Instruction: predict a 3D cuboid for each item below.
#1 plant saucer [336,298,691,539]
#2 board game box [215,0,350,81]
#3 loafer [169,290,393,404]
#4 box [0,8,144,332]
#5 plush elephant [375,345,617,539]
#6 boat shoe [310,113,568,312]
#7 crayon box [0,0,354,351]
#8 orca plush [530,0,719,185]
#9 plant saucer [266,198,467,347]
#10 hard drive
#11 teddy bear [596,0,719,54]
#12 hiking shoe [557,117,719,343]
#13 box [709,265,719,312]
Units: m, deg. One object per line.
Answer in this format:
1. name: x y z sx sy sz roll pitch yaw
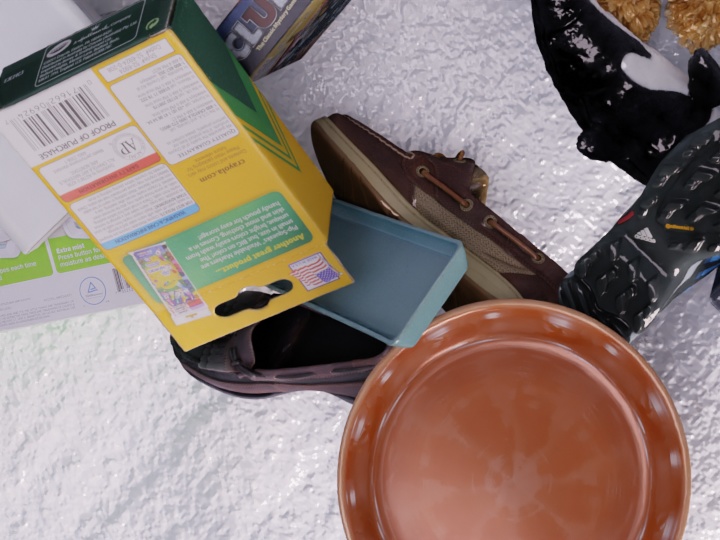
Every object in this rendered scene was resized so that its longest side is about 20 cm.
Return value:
1. plant saucer: 0.086 0.118 1.165 0.198 0.032 0.203 0 85 1
2. board game box: -0.002 -0.199 1.208 0.035 0.135 0.200 43 108 2
3. loafer: -0.041 0.042 1.281 0.198 0.063 0.072 8 67 32
4. box: -0.220 -0.057 1.316 0.198 0.097 0.178 -12 99 17
5. plush elephant: 0.103 0.117 1.256 0.199 0.164 0.156 29 70 -26
6. boat shoe: 0.050 -0.035 1.258 0.072 0.072 0.200 -36 58 -19
7. crayon box: -0.103 -0.055 1.187 0.125 0.052 0.200 -22 125 22
8. orca plush: 0.148 -0.099 1.190 0.104 0.071 0.201 -1 134 37
9. plant saucer: 0.000 0.000 1.223 0.019 0.200 0.070 38 83 -27
10. hard drive: -0.221 -0.128 1.236 0.132 0.027 0.200 -41 92 17
11. teddy bear: 0.181 -0.223 1.191 0.144 0.067 0.202 22 107 6
12. hiking shoe: 0.193 -0.038 1.169 0.075 0.087 0.200 50 124 -1
13. box: 0.321 -0.013 1.180 0.148 0.107 0.200 44 109 0
